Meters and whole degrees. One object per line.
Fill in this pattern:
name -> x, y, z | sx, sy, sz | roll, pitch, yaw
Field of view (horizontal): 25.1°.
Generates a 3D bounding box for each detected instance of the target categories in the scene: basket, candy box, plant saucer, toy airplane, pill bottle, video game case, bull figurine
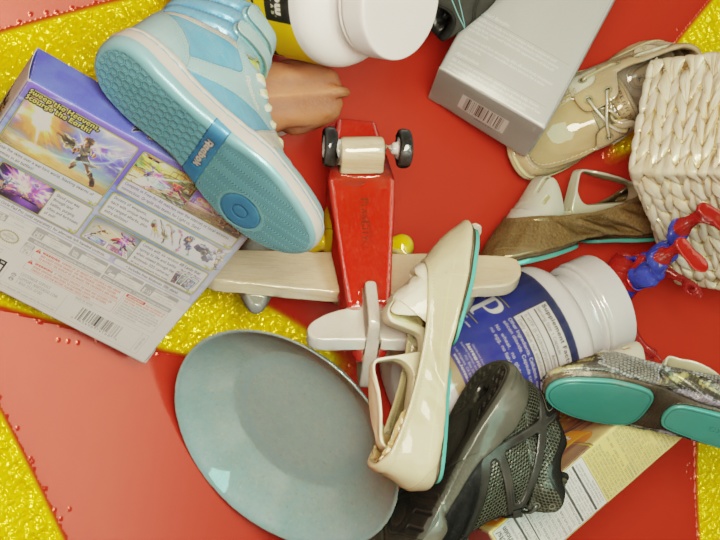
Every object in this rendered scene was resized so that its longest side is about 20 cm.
basket -> 0.313, -0.080, 1.378 | 0.200, 0.122, 0.137 | 54, 44, -50
candy box -> 0.165, 0.172, 1.374 | 0.199, 0.115, 0.056 | -38, 104, -19
plant saucer -> -0.051, 0.123, 1.251 | 0.202, 0.200, 0.039 | 59, 42, -14
toy airplane -> 0.000, 0.000, 1.281 | 0.200, 0.141, 0.199 | 42, 67, 10
pill bottle -> 0.126, 0.066, 1.352 | 0.198, 0.119, 0.121 | -24, 101, -22
pill bottle -> -0.042, -0.215, 1.213 | 0.112, 0.199, 0.114 | -20, 118, -43
video game case -> -0.195, -0.042, 1.186 | 0.199, 0.181, 0.046 | 29, 35, -22
bull figurine -> -0.109, -0.131, 1.240 | 0.198, 0.121, 0.066 | 1, 90, -24

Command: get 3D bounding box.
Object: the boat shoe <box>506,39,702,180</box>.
boat shoe -> 0.214, -0.145, 1.417 | 0.199, 0.065, 0.073 | -31, 103, -20

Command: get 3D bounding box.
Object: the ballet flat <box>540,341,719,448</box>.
ballet flat -> 0.236, 0.096, 1.318 | 0.198, 0.072, 0.073 | 15, 85, -13

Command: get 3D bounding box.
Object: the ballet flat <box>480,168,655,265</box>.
ballet flat -> 0.183, -0.050, 1.403 | 0.198, 0.068, 0.073 | -10, 98, -26

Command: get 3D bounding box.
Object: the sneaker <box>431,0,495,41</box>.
sneaker -> 0.048, -0.249, 1.236 | 0.079, 0.075, 0.200 | -48, 137, 1

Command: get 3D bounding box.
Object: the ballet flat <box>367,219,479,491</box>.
ballet flat -> 0.041, 0.056, 1.168 | 0.069, 0.069, 0.203 | 15, 76, -24

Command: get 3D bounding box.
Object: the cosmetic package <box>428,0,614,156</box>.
cosmetic package -> 0.149, -0.215, 1.361 | 0.106, 0.090, 0.201 | 31, 76, 2

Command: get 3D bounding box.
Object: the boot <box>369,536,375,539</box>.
boot -> -0.014, 0.250, 1.286 | 0.067, 0.130, 0.201 | 36, 77, -21

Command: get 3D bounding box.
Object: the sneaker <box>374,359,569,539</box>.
sneaker -> 0.092, 0.181, 1.246 | 0.114, 0.076, 0.200 | 40, 76, -23

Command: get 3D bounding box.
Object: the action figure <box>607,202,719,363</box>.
action figure -> 0.261, 0.016, 1.365 | 0.099, 0.200, 0.065 | 42, 69, -6

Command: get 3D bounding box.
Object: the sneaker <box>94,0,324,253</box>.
sneaker -> -0.077, -0.116, 1.137 | 0.200, 0.079, 0.131 | 47, 49, -9
